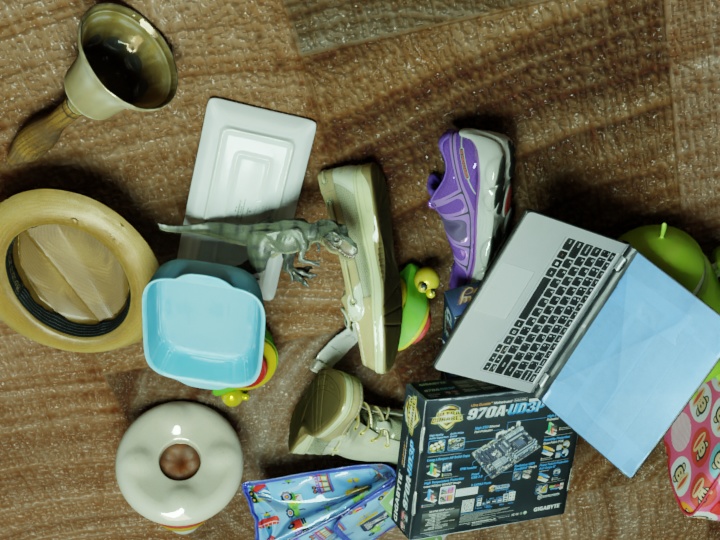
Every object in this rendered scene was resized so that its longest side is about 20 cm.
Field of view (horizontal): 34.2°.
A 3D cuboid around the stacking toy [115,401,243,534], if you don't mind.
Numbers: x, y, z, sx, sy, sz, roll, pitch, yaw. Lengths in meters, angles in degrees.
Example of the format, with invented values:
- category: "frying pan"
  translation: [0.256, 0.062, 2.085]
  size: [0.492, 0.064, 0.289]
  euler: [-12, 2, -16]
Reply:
- category: "stacking toy"
  translation: [-0.214, 0.258, 1.385]
  size: [0.143, 0.148, 0.201]
  euler: [6, 148, -5]

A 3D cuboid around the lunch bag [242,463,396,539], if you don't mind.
- category: "lunch bag"
  translation: [-0.019, 0.281, 1.389]
  size: [0.197, 0.095, 0.151]
  euler: [-21, 151, 5]

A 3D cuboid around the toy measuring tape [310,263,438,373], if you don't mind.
- category: "toy measuring tape"
  translation: [0.014, 0.068, 1.231]
  size: [0.073, 0.074, 0.200]
  euler: [32, 123, -23]

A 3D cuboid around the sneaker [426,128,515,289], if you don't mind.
- category: "sneaker"
  translation: [0.104, -0.059, 1.149]
  size: [0.082, 0.081, 0.202]
  euler: [18, 134, 19]

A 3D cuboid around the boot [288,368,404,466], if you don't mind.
- category: "boot"
  translation: [0.013, 0.168, 1.291]
  size: [0.152, 0.073, 0.200]
  euler: [11, 155, -14]

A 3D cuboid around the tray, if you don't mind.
- category: "tray"
  translation: [-0.115, -0.061, 1.141]
  size: [0.106, 0.022, 0.203]
  euler: [11, 117, -10]

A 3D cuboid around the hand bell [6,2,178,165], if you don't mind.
- category: "hand bell"
  translation: [-0.267, -0.145, 1.071]
  size: [0.104, 0.105, 0.199]
  euler: [38, 132, -27]

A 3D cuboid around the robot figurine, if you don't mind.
- category: "robot figurine"
  translation: [0.311, 0.038, 1.184]
  size: [0.174, 0.116, 0.201]
  euler: [-29, 124, 14]

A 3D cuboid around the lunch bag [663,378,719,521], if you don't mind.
- category: "lunch bag"
  translation: [0.401, 0.171, 1.253]
  size: [0.081, 0.178, 0.202]
  euler: [13, 129, -10]

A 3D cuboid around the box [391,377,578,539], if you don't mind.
- category: "box"
  translation: [0.135, 0.190, 1.225]
  size: [0.197, 0.046, 0.162]
  euler: [-4, 111, -25]

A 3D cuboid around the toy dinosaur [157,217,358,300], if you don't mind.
- category: "toy dinosaur"
  translation: [-0.090, -0.017, 1.126]
  size: [0.196, 0.048, 0.089]
  euler: [2, 136, 15]

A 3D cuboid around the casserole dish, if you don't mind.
- category: "casserole dish"
  translation: [-0.151, 0.050, 1.147]
  size: [0.119, 0.039, 0.201]
  euler: [9, 143, -2]

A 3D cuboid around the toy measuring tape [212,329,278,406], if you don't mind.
- category: "toy measuring tape"
  translation: [-0.116, 0.058, 1.243]
  size: [0.072, 0.074, 0.203]
  euler: [8, 116, -7]

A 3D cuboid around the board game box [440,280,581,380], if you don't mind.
- category: "board game box"
  translation: [0.151, 0.073, 1.212]
  size: [0.133, 0.035, 0.201]
  euler: [-16, 145, -8]

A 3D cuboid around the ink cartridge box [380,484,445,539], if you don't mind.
- category: "ink cartridge box"
  translation: [0.080, 0.256, 1.311]
  size: [0.200, 0.059, 0.104]
  euler: [-48, 155, -10]

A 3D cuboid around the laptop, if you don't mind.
- category: "laptop"
  translation: [0.206, 0.072, 1.097]
  size: [0.197, 0.116, 0.189]
  euler: [16, 117, -27]

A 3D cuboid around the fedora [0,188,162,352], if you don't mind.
- category: "fedora"
  translation: [-0.285, -0.010, 1.171]
  size: [0.197, 0.082, 0.203]
  euler: [1, 126, 1]

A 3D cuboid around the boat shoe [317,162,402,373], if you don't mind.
- category: "boat shoe"
  translation: [-0.001, -0.001, 1.141]
  size: [0.062, 0.073, 0.204]
  euler: [-5, 96, 17]
